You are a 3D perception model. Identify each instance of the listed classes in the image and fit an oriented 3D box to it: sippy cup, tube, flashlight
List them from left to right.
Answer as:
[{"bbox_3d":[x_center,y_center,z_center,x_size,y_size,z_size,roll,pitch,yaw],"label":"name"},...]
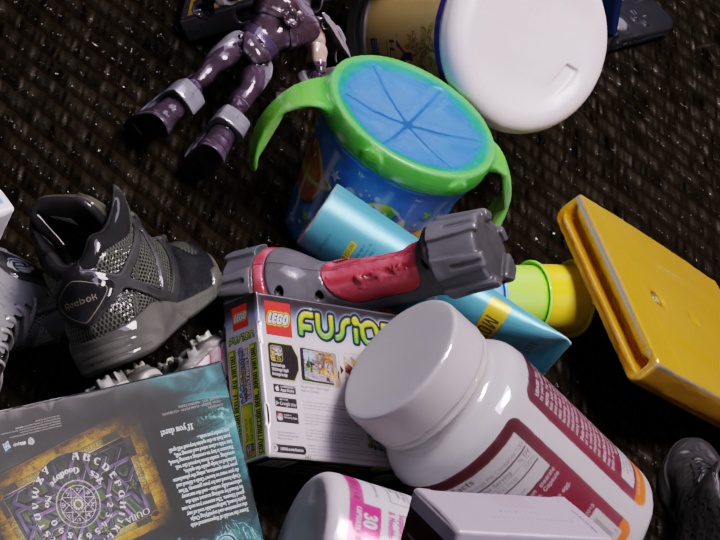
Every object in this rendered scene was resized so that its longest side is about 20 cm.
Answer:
[{"bbox_3d":[0.000,0.000,1.564,0.068,0.199,0.069,-24,99,-62],"label":"flashlight"},{"bbox_3d":[0.012,-0.066,1.695,0.177,0.131,0.140,38,34,12],"label":"sippy cup"},{"bbox_3d":[0.050,0.016,1.626,0.199,0.078,0.051,34,50,-2],"label":"tube"}]

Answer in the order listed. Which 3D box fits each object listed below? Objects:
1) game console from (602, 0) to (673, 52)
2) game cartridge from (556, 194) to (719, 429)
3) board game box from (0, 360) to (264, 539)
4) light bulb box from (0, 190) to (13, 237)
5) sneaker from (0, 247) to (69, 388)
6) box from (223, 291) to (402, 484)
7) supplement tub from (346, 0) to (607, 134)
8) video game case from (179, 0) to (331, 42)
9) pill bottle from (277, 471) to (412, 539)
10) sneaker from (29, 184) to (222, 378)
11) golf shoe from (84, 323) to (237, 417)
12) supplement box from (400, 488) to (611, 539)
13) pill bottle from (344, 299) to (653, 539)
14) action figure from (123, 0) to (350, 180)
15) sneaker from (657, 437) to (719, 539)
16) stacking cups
[{"bbox_3d":[0.200,-0.309,2.119,0.170,0.119,0.200,-19,59,-45],"label":"game console"},{"bbox_3d":[0.244,0.047,1.762,0.199,0.032,0.177,30,29,-42],"label":"game cartridge"},{"bbox_3d":[-0.151,0.139,1.382,0.199,0.028,0.136,-11,85,-41],"label":"board game box"},{"bbox_3d":[-0.333,0.012,1.313,0.198,0.201,0.125,-18,58,-46],"label":"light bulb box"},{"bbox_3d":[-0.225,0.046,1.456,0.115,0.075,0.201,7,42,-32],"label":"sneaker"},{"bbox_3d":[-0.001,0.082,1.533,0.199,0.035,0.111,11,67,-42],"label":"box"},{"bbox_3d":[0.086,-0.186,1.813,0.144,0.147,0.200,8,3,-27],"label":"supplement tub"},{"bbox_3d":[-0.049,-0.271,1.883,0.201,0.179,0.026,-82,153,-51],"label":"video game case"},{"bbox_3d":[0.050,0.205,1.426,0.199,0.114,0.114,19,38,-16],"label":"pill bottle"},{"bbox_3d":[-0.153,-0.012,1.516,0.115,0.076,0.199,69,20,-8],"label":"sneaker"},{"bbox_3d":[-0.106,0.091,1.502,0.199,0.077,0.088,-27,82,-44],"label":"golf shoe"},{"bbox_3d":[0.063,0.231,1.333,0.108,0.202,0.061,7,16,-29],"label":"supplement box"},{"bbox_3d":[0.089,0.118,1.499,0.200,0.114,0.115,44,30,-25],"label":"pill bottle"},{"bbox_3d":[-0.087,-0.161,1.740,0.130,0.069,0.200,43,61,-8],"label":"action figure"},{"bbox_3d":[0.256,0.166,1.623,0.060,0.105,0.200,23,37,-8],"label":"sneaker"},{"bbox_3d":[0.077,0.018,1.714,0.199,0.061,0.061,2,45,-28],"label":"stacking cups"}]
